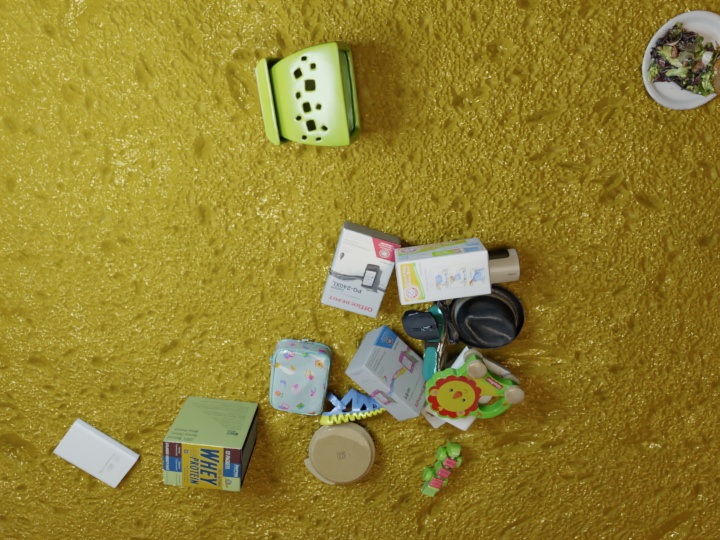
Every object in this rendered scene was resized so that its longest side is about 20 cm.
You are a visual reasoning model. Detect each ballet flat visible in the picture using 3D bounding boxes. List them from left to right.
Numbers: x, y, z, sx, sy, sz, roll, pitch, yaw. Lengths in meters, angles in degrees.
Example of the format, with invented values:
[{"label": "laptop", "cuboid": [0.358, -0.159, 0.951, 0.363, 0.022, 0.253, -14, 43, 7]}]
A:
[{"label": "ballet flat", "cuboid": [0.198, 0.187, 1.391, 0.068, 0.072, 0.200, -2, 83, 37]}]

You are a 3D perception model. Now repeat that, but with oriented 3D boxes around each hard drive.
[{"label": "hard drive", "cuboid": [-0.756, 0.526, 1.565, 0.200, 0.026, 0.132, 37, 107, -11]}, {"label": "hard drive", "cuboid": [0.269, 0.303, 1.389, 0.132, 0.026, 0.200, 29, 106, -11]}]

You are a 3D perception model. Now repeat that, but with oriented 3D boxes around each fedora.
[{"label": "fedora", "cuboid": [0.317, 0.130, 1.363, 0.200, 0.092, 0.201, 0, 109, 1]}]

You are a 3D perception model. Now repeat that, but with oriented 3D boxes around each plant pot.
[{"label": "plant pot", "cuboid": [-0.107, -0.365, 1.150, 0.181, 0.199, 0.200, -3, 110, 9]}]

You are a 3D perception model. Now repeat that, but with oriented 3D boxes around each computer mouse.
[{"label": "computer mouse", "cuboid": [0.147, 0.111, 1.320, 0.046, 0.200, 0.141, -25, 106, -29]}]

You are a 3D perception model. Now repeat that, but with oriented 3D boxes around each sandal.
[{"label": "sandal", "cuboid": [-0.015, 0.358, 1.468, 0.200, 0.079, 0.087, -9, 77, -5]}]

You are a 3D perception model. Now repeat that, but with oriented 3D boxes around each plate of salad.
[{"label": "plate of salad", "cuboid": [0.711, -0.448, 1.170, 0.200, 0.048, 0.200, 1, 110, 2]}]

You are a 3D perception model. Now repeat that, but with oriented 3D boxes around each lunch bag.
[{"label": "lunch bag", "cuboid": [-0.162, 0.276, 1.439, 0.160, 0.077, 0.200, 9, 110, 0]}]

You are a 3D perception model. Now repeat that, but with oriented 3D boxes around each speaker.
[{"label": "speaker", "cuboid": [0.278, -0.002, 1.325, 0.200, 0.081, 0.081, -7, 109, 5]}]

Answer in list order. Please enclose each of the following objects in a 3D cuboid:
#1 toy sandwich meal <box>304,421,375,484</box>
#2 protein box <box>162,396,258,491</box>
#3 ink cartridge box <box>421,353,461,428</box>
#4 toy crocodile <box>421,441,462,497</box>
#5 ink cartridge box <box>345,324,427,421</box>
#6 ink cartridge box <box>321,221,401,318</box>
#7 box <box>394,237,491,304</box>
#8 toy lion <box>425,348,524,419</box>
[{"label": "toy sandwich meal", "cuboid": [-0.054, 0.506, 1.528, 0.205, 0.070, 0.206, 0, 98, 2]}, {"label": "protein box", "cuboid": [-0.389, 0.453, 1.443, 0.198, 0.200, 0.135, 6, 110, -1]}, {"label": "ink cartridge box", "cuboid": [0.244, 0.313, 1.445, 0.200, 0.067, 0.116, -36, 105, 13]}, {"label": "toy crocodile", "cuboid": [0.230, 0.563, 1.538, 0.067, 0.062, 0.200, 25, 109, -7]}, {"label": "ink cartridge box", "cuboid": [0.082, 0.260, 1.382, 0.200, 0.145, 0.085, 44, 138, -14]}, {"label": "ink cartridge box", "cuboid": [0.000, 0.000, 1.331, 0.145, 0.083, 0.200, 16, 108, -5]}, {"label": "box", "cuboid": [0.180, 0.000, 1.229, 0.200, 0.113, 0.102, -8, 108, 3]}, {"label": "toy lion", "cuboid": [0.268, 0.301, 1.343, 0.200, 0.069, 0.192, 34, 111, -15]}]
